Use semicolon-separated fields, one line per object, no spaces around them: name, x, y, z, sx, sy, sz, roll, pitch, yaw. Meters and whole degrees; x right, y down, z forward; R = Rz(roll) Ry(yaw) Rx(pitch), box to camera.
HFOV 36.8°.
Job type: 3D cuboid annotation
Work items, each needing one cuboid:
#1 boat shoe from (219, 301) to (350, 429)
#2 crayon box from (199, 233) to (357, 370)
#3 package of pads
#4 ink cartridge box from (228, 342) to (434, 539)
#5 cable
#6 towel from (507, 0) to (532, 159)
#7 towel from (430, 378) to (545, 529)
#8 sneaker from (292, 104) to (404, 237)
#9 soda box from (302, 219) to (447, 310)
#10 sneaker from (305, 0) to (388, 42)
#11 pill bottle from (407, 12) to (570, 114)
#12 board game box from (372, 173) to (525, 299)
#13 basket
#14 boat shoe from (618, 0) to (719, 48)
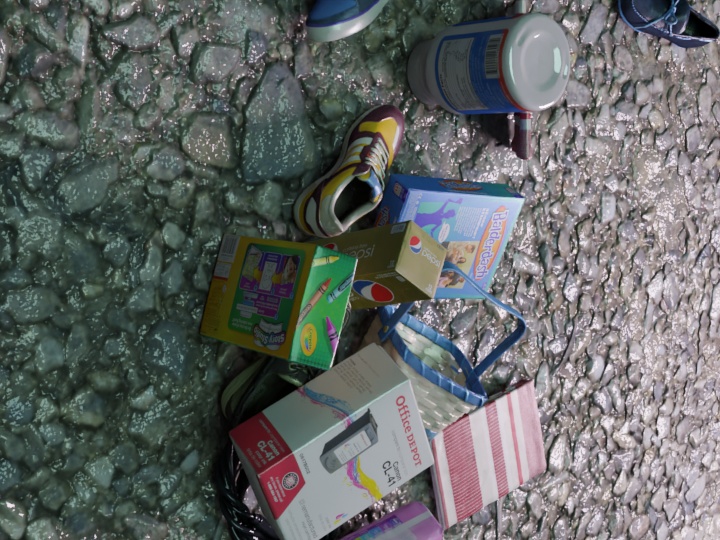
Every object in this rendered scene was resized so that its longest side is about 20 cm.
boat shoe;-0.077;0.111;1.221;0.201;0.066;0.071;-45;128;10
crayon box;-0.093;0.030;1.166;0.058;0.199;0.121;17;85;-36
package of pads;0.007;0.379;1.340;0.198;0.075;0.122;-19;132;-35
ink cartridge box;-0.029;0.198;1.209;0.198;0.086;0.149;-30;129;-14
cable;-0.090;0.266;1.288;0.162;0.050;0.204;-25;110;-33
towel;0.207;-0.251;1.419;0.022;0.144;0.204;-3;99;5
towel;0.175;0.251;1.501;0.198;0.023;0.147;-22;109;-32
sneaker;0.007;-0.117;1.295;0.075;0.089;0.201;46;68;-31
soda box;0.000;0.000;1.231;0.067;0.198;0.065;35;61;-34
sneaker;-0.013;-0.372;1.245;0.200;0.080;0.148;-46;132;-32
pill bottle;0.149;-0.248;1.322;0.111;0.199;0.115;-5;99;-36
board game box;0.101;-0.039;1.370;0.197;0.045;0.154;2;118;-37
basket;0.090;0.096;1.334;0.200;0.140;0.175;-44;126;16
boat shoe;0.471;-0.392;1.636;0.197;0.068;0.086;4;93;-38
